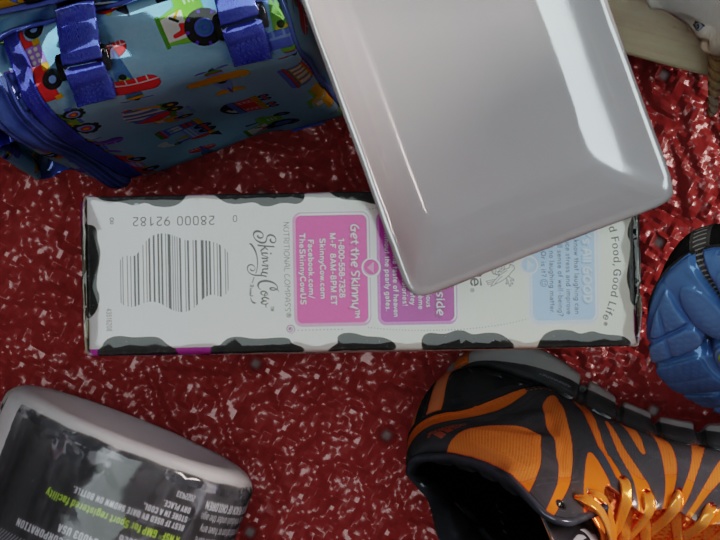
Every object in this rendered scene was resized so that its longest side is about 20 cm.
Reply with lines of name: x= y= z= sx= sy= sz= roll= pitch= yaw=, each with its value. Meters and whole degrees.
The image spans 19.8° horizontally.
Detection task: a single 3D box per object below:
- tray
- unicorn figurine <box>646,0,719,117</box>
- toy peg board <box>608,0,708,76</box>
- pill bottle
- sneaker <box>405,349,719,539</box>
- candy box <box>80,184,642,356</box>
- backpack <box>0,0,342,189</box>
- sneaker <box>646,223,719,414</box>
tray: x=0.028 y=-0.101 z=0.710 sx=0.107 sy=0.022 sz=0.201 roll=-20 pitch=91 yaw=-18
unicorn figurine: x=0.119 y=-0.169 z=0.750 sx=0.137 sy=0.074 sz=0.201 roll=29 pitch=106 yaw=1
toy peg board: x=0.163 y=-0.181 z=0.832 sx=0.199 sy=0.098 sz=0.200 roll=15 pitch=104 yaw=0
pill bottle: x=-0.125 y=0.154 z=0.803 sx=0.106 sy=0.106 sz=0.201 roll=22 pitch=89 yaw=0
sneaker: x=0.107 y=0.104 z=0.790 sx=0.199 sy=0.112 sz=0.078 roll=19 pitch=119 yaw=11
candy box: x=0.000 y=0.000 z=0.793 sx=0.199 sy=0.136 sz=0.061 roll=-2 pitch=91 yaw=0
backpack: x=-0.118 y=-0.103 z=0.771 sx=0.199 sy=0.183 sz=0.135 roll=-15 pitch=80 yaw=2
sneaker: x=0.168 y=0.015 z=0.785 sx=0.071 sy=0.199 sz=0.083 roll=-6 pitch=73 yaw=36
